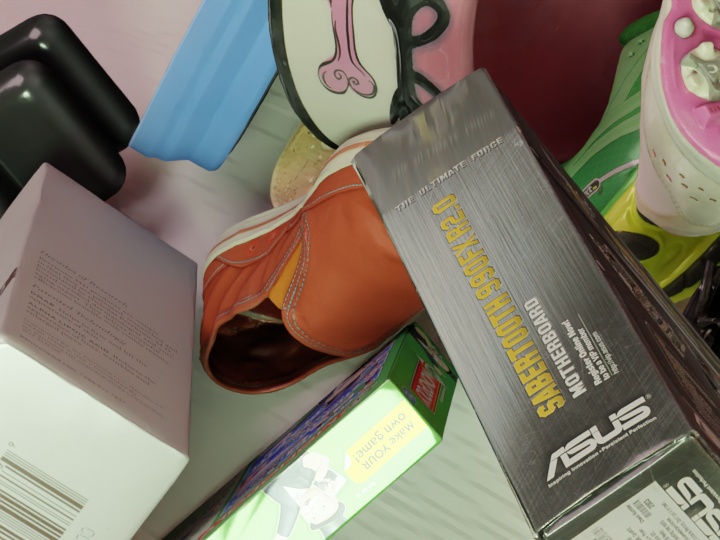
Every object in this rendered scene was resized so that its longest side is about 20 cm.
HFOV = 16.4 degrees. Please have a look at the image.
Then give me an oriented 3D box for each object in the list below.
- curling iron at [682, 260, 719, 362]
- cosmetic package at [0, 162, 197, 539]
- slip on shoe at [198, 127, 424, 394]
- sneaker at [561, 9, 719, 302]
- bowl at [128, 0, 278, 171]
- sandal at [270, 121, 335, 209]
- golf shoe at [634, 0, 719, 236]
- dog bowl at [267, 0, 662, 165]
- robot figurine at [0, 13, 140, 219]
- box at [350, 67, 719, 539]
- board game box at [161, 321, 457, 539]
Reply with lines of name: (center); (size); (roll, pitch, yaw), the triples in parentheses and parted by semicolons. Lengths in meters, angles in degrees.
curling iron: (0.148, -0.043, 0.818); (0.026, 0.050, 0.200); (27, 92, 7)
cosmetic package: (-0.122, 0.050, 0.917); (0.113, 0.081, 0.200); (-53, 15, 12)
slip on shoe: (0.000, 0.000, 0.898); (0.200, 0.074, 0.061); (-28, 45, 54)
sneaker: (0.133, -0.082, 0.869); (0.200, 0.074, 0.084); (-49, 44, -1)
bowl: (-0.030, -0.130, 1.001); (0.201, 0.039, 0.201); (-61, 6, 10)
sandal: (0.024, -0.109, 0.973); (0.078, 0.070, 0.212); (20, 72, 22)
golf shoe: (0.126, -0.099, 0.788); (0.092, 0.075, 0.200); (112, -179, -61)
dog bowl: (0.059, -0.122, 0.884); (0.074, 0.200, 0.200); (26, 77, 31)
robot figurine: (-0.193, -0.029, 1.080); (0.200, 0.150, 0.125); (-28, 78, 21)
box: (0.088, 0.056, 0.699); (0.048, 0.200, 0.158); (-36, 42, 9)
board game box: (-0.051, 0.101, 0.862); (0.200, 0.029, 0.135); (-41, 3, 8)
